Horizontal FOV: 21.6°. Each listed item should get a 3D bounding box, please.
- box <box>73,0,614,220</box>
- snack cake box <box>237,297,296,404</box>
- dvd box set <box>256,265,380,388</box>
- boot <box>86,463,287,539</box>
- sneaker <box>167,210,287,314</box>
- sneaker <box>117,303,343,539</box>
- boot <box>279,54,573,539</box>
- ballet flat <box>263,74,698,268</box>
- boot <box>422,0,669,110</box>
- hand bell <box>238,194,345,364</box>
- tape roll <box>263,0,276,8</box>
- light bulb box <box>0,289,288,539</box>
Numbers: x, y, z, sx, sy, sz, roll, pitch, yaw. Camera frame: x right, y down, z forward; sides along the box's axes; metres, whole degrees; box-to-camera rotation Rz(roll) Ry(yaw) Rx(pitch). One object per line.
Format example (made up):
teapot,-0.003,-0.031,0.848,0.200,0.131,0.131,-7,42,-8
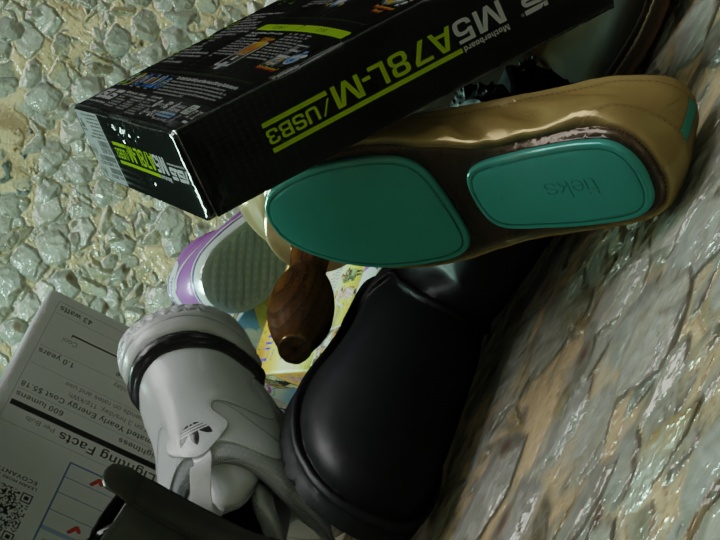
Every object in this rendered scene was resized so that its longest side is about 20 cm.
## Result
box,-0.016,-0.093,0.830,0.193,0.048,0.200,-27,16,-15
snack cake box,-0.090,0.098,1.318,0.115,0.067,0.200,-54,2,20
dvd box set,0.000,0.000,1.138,0.200,0.029,0.146,-12,55,67
boot,-0.082,0.176,0.823,0.200,0.138,0.077,-60,8,26
sneaker,-0.058,-0.036,1.381,0.200,0.073,0.114,-32,9,-23
sneaker,-0.047,0.109,0.896,0.075,0.200,0.115,-25,50,8
boot,0.040,0.006,0.840,0.168,0.076,0.200,-59,6,31
ballet flat,0.050,-0.041,0.772,0.200,0.069,0.063,-4,37,38
boot,0.077,-0.110,0.922,0.200,0.097,0.075,-54,11,49
hand bell,-0.024,-0.007,0.964,0.104,0.104,0.200,-59,12,25
tape roll,0.005,-0.166,1.246,0.203,0.037,0.203,-42,-26,-26
light bulb box,-0.137,0.152,1.050,0.125,0.198,0.200,-57,9,46
